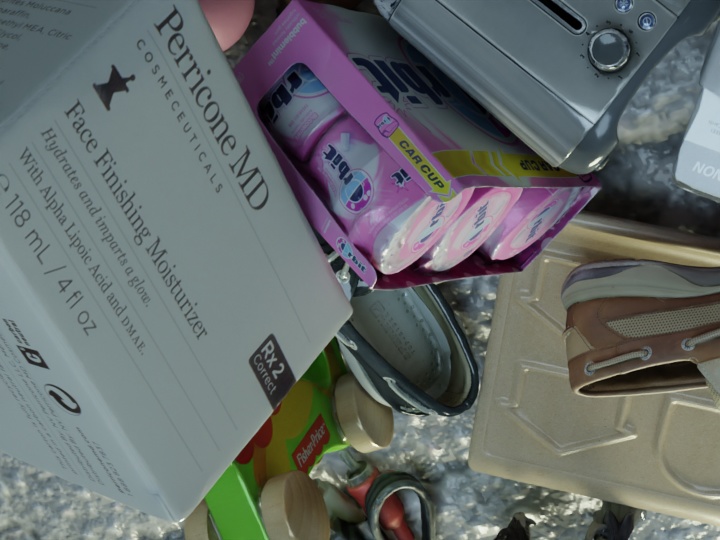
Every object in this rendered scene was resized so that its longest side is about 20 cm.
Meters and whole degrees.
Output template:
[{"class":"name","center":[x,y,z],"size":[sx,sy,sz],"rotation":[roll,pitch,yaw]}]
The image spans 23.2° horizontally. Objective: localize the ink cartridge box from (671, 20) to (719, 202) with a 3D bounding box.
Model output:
[{"class":"ink cartridge box","center":[0.257,-0.090,0.764],"size":[0.199,0.084,0.176],"rotation":[23,105,12]}]

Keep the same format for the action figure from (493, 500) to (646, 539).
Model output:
[{"class":"action figure","center":[0.120,0.193,1.035],"size":[0.119,0.102,0.200],"rotation":[-24,129,29]}]

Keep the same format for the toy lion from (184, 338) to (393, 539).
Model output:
[{"class":"toy lion","center":[-0.067,0.050,0.937],"size":[0.068,0.200,0.192],"rotation":[-17,105,24]}]

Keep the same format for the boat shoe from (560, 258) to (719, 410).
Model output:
[{"class":"boat shoe","center":[0.190,0.036,0.847],"size":[0.199,0.072,0.076],"rotation":[-2,160,34]}]

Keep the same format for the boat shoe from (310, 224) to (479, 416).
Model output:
[{"class":"boat shoe","center":[0.000,0.000,0.950],"size":[0.200,0.076,0.060],"rotation":[49,161,-27]}]

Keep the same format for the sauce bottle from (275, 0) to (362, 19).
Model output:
[{"class":"sauce bottle","center":[-0.011,-0.178,0.854],"size":[0.065,0.065,0.200],"rotation":[17,126,4]}]

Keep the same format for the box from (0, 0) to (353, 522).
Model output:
[{"class":"box","center":[-0.142,-0.026,0.740],"size":[0.200,0.131,0.199],"rotation":[15,144,40]}]

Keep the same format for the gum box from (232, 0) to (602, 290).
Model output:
[{"class":"gum box","center":[0.024,-0.057,0.816],"size":[0.114,0.200,0.066],"rotation":[48,110,16]}]

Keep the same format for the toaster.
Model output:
[{"class":"toaster","center":[0.085,-0.126,0.801],"size":[0.129,0.200,0.114],"rotation":[39,103,0]}]

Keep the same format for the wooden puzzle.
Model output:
[{"class":"wooden puzzle","center":[0.163,0.051,0.966],"size":[0.185,0.046,0.200],"rotation":[12,128,8]}]

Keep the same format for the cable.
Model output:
[{"class":"cable","center":[0.032,0.184,1.101],"size":[0.097,0.050,0.200],"rotation":[-38,119,14]}]

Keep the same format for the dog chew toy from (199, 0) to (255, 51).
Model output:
[{"class":"dog chew toy","center":[-0.131,-0.104,0.902],"size":[0.124,0.125,0.200],"rotation":[41,116,-13]}]
